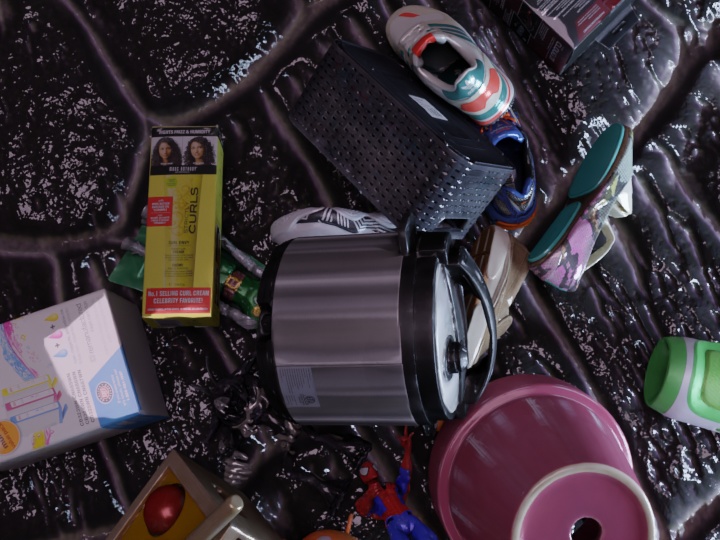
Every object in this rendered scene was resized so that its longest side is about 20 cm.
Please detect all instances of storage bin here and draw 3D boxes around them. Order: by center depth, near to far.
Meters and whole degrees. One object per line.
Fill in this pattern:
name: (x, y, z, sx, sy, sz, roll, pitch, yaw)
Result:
storage bin: (0.041, -0.131, 0.872, 0.200, 0.135, 0.094, 45, 114, 22)

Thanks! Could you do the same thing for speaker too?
speaker: (0.398, 0.130, 0.880, 0.198, 0.088, 0.090, 16, 80, 3)

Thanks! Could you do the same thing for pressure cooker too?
pressure cooker: (0.023, 0.055, 0.775, 0.197, 0.176, 0.181, -3, 70, 16)

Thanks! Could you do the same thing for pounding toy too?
pounding toy: (-0.156, 0.267, 0.780, 0.142, 0.199, 0.185, 42, 81, -33)

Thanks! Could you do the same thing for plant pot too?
plant pot: (0.173, 0.211, 0.796, 0.197, 0.179, 0.203, -1, 96, -6)

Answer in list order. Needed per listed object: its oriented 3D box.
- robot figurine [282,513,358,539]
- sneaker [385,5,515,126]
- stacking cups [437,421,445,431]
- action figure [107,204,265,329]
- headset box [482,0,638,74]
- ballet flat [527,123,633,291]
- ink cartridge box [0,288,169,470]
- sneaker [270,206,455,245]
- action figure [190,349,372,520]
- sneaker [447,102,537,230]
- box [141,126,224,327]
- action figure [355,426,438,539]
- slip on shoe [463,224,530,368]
robot figurine: (-0.050, 0.335, 0.831, 0.117, 0.144, 0.200, 45, 79, -11)
sneaker: (0.078, -0.235, 0.907, 0.070, 0.093, 0.200, -47, 54, 14)
stacking cups: (0.042, 0.133, 0.899, 0.198, 0.061, 0.061, 24, 81, 2)
action figure: (-0.156, 0.004, 0.925, 0.198, 0.055, 0.119, 28, 79, 1)
headset box: (0.224, -0.333, 0.967, 0.149, 0.075, 0.200, -44, 82, -6)
ballet flat: (0.249, -0.062, 0.923, 0.071, 0.069, 0.201, 38, 71, -14)
ink cartridge box: (-0.316, 0.118, 0.867, 0.198, 0.125, 0.130, -19, 80, -4)
sneaker: (0.000, 0.000, 0.910, 0.197, 0.075, 0.117, 4, 78, -2)
action figure: (-0.089, 0.158, 0.872, 0.199, 0.102, 0.120, 30, 91, 4)
sneaker: (0.150, -0.148, 0.933, 0.074, 0.078, 0.202, -19, 78, -4)
box: (-0.179, -0.045, 0.881, 0.074, 0.050, 0.203, 0, 75, -1)
action figure: (0.045, 0.228, 0.818, 0.065, 0.200, 0.100, -13, 119, -22)
slip on shoe: (0.128, 0.049, 0.894, 0.060, 0.076, 0.202, 29, 60, -14)
